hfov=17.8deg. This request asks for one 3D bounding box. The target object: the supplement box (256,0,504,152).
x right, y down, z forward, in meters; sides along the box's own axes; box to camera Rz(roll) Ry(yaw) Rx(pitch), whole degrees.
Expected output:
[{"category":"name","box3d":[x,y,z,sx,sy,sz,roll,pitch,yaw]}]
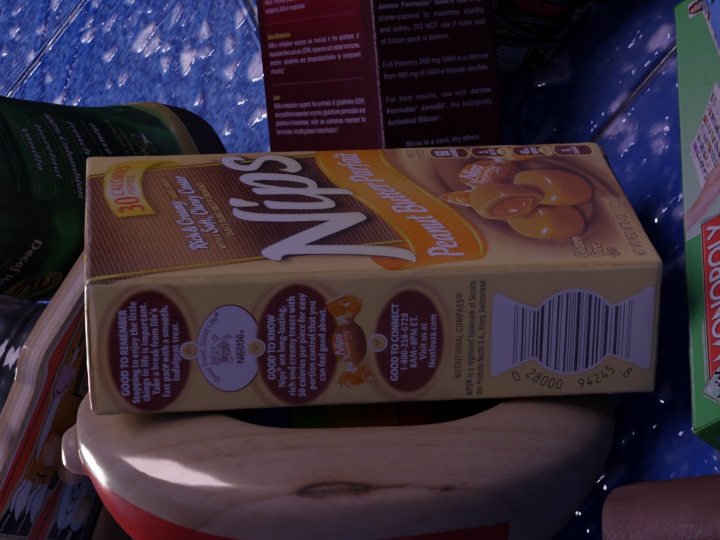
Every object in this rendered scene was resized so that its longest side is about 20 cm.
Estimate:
[{"category":"supplement box","box3d":[0.003,-0.123,0.943,0.109,0.060,0.202,6,103,63]}]

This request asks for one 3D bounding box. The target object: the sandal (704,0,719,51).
[{"category":"sandal","box3d":[0.148,-0.111,0.806,0.087,0.079,0.201,111,161,-52]}]

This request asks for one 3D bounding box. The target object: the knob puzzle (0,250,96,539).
[{"category":"knob puzzle","box3d":[-0.107,0.050,1.008,0.220,0.030,0.221,22,-90,-79]}]

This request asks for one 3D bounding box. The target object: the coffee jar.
[{"category":"coffee jar","box3d":[-0.148,-0.031,1.079,0.104,0.199,0.086,-37,71,30]}]

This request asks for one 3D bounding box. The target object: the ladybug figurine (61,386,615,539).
[{"category":"ladybug figurine","box3d":[-0.008,0.070,0.833,0.136,0.198,0.073,-91,1,-67]}]

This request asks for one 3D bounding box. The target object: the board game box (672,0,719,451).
[{"category":"board game box","box3d":[0.171,-0.046,0.801,0.134,0.029,0.201,-31,41,37]}]

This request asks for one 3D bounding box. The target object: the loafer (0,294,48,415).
[{"category":"loafer","box3d":[-0.168,0.078,1.046,0.201,0.072,0.073,102,-165,-45]}]

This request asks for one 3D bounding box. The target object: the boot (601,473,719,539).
[{"category":"boot","box3d":[0.133,0.052,0.665,0.199,0.064,0.188,-19,90,47]}]

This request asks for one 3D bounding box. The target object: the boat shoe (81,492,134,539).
[{"category":"boat shoe","box3d":[-0.069,0.057,0.963,0.074,0.060,0.201,46,120,57]}]

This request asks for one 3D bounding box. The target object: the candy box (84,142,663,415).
[{"category":"candy box","box3d":[0.000,0.000,0.833,0.116,0.198,0.056,-105,15,-65]}]

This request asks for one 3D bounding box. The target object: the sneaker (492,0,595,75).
[{"category":"sneaker","box3d":[0.078,-0.122,0.964,0.200,0.077,0.083,-20,55,56]}]
